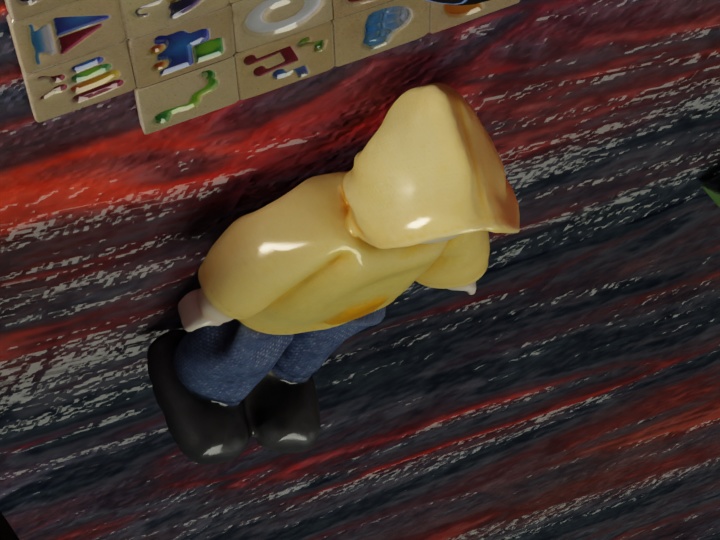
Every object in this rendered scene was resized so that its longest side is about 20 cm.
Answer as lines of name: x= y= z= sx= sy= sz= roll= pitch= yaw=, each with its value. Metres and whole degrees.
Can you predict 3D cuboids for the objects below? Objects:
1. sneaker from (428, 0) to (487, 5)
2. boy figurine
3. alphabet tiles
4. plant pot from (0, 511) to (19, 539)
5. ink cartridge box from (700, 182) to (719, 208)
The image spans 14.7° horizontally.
sneaker: x=0.013 y=-0.104 z=0.740 sx=0.070 sy=0.078 sz=0.200 roll=-28 pitch=155 yaw=10
boy figurine: x=0.000 y=0.000 z=1.017 sx=0.124 sy=0.064 sz=0.200 roll=-4 pitch=155 yaw=-35
alphabet tiles: x=-0.009 y=-0.101 z=0.840 sx=0.200 sy=0.006 sz=0.166 roll=-20 pitch=158 yaw=-8
plant pot: x=-0.209 y=0.112 z=0.911 sx=0.199 sy=0.177 sz=0.200 roll=-24 pitch=158 yaw=3
ink cartridge box: x=0.239 y=0.015 z=1.186 sx=0.059 sy=0.104 sz=0.200 roll=-49 pitch=129 yaw=-5
